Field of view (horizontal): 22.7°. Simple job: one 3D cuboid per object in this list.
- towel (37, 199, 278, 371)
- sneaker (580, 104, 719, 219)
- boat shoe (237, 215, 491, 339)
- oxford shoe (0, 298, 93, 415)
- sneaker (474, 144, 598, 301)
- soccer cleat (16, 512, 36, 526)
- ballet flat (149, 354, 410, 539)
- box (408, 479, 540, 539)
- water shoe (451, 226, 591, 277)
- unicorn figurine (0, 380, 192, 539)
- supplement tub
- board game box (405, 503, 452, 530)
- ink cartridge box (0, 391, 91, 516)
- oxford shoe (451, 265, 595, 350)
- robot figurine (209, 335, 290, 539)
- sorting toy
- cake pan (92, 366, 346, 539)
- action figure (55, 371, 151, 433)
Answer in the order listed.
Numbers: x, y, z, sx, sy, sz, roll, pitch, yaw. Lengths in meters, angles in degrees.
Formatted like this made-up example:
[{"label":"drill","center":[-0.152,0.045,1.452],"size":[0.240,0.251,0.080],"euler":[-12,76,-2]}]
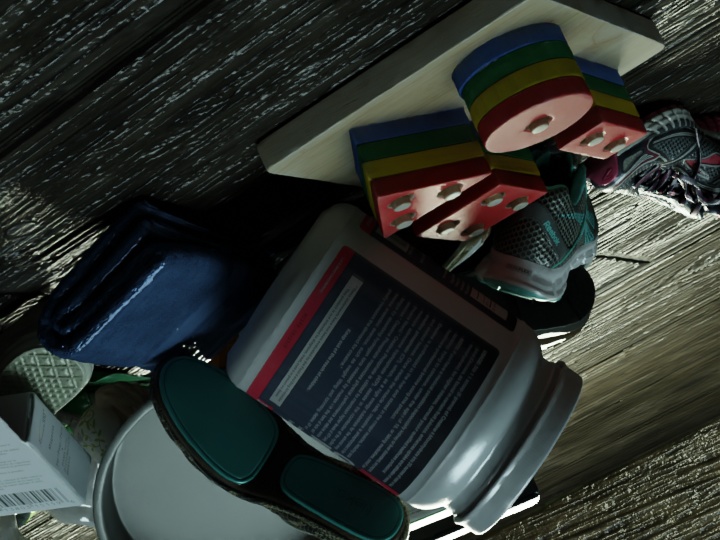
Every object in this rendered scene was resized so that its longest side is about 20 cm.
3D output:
[{"label":"towel","center":[-0.127,0.017,1.161],"size":[0.112,0.049,0.200],"euler":[-44,163,9]},{"label":"sneaker","center":[0.243,-0.077,1.362],"size":[0.199,0.075,0.081],"euler":[-5,156,-48]},{"label":"boat shoe","center":[0.000,0.000,1.258],"size":[0.199,0.075,0.068],"euler":[-33,-179,-4]},{"label":"oxford shoe","center":[-0.241,0.079,1.221],"size":[0.075,0.058,0.200],"euler":[34,133,-24]},{"label":"sneaker","center":[0.137,-0.048,1.267],"size":[0.200,0.077,0.092],"euler":[-58,163,-68]},{"label":"soccer cleat","center":[-0.313,0.185,1.464],"size":[0.081,0.068,0.200],"euler":[2,154,-29]},{"label":"ballet flat","center":[-0.060,0.134,1.187],"size":[0.068,0.199,0.075],"euler":[-56,177,-30]},{"label":"box","center":[0.043,0.135,1.545],"size":[0.159,0.201,0.044],"euler":[-21,164,-3]},{"label":"water shoe","center":[0.112,-0.016,1.383],"size":[0.199,0.072,0.079],"euler":[-15,161,-28]},{"label":"unicorn figurine","center":[-0.196,0.157,1.308],"size":[0.201,0.137,0.074],"euler":[-60,-170,14]},{"label":"supplement tub","center":[0.027,0.064,1.158],"size":[0.141,0.200,0.140],"euler":[-55,-179,1]},{"label":"board game box","center":[0.002,0.106,1.387],"size":[0.152,0.201,0.040],"euler":[-19,165,-12]},{"label":"ink cartridge box","center":[-0.303,0.111,1.174],"size":[0.199,0.044,0.174],"euler":[-9,143,15]},{"label":"oxford shoe","center":[0.070,0.042,1.324],"size":[0.199,0.073,0.085],"euler":[-1,156,1]},{"label":"robot figurine","center":[-0.094,0.142,1.343],"size":[0.058,0.145,0.201],"euler":[-17,133,-40]},{"label":"sorting toy","center":[0.075,-0.086,1.100],"size":[0.200,0.070,0.198],"euler":[-31,163,27]},{"label":"cake pan","center":[-0.087,0.152,1.256],"size":[0.199,0.201,0.037],"euler":[-23,-156,1]},{"label":"action figure","center":[-0.229,0.107,1.347],"size":[0.199,0.055,0.118],"euler":[-5,160,-38]}]
